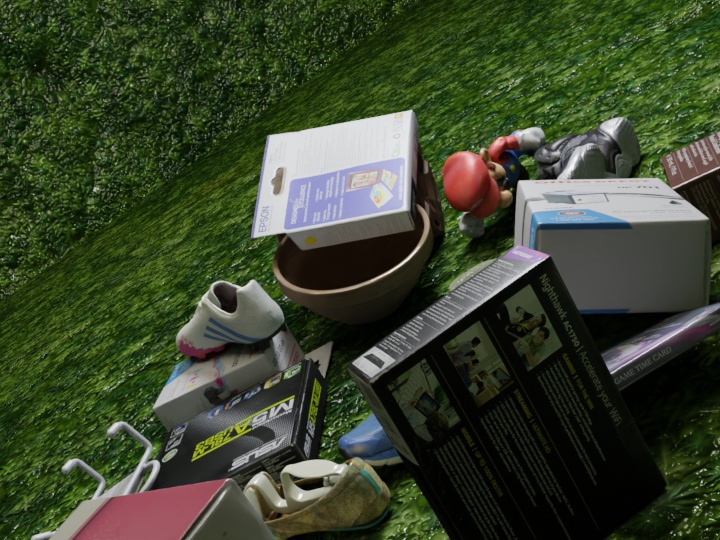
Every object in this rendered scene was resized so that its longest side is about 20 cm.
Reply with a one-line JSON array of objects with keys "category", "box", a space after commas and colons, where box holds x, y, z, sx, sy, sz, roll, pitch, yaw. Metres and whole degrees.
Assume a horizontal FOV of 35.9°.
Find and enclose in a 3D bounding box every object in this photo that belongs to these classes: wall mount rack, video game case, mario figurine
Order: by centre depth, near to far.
[{"category": "video game case", "box": [0.186, 0.086, 0.880, 0.199, 0.019, 0.143, -28, -4, -11]}, {"category": "wall mount rack", "box": [-0.302, 0.256, 1.180, 0.200, 0.075, 0.174, -38, 18, 40]}, {"category": "mario figurine", "box": [0.183, -0.112, 1.421, 0.106, 0.124, 0.200, 0, 19, 33]}]

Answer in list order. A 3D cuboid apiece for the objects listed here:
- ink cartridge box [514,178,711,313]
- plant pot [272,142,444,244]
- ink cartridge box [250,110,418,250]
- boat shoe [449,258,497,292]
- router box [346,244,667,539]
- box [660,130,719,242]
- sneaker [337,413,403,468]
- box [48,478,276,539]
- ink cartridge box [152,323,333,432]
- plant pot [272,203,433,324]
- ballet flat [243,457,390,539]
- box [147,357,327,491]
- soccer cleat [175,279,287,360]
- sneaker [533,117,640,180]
[{"category": "ink cartridge box", "box": [0.221, -0.026, 1.012, 0.146, 0.086, 0.200, -1, 16, 3]}, {"category": "plant pot", "box": [0.000, -0.091, 1.524, 0.197, 0.201, 0.200, -19, 20, 14]}, {"category": "ink cartridge box", "box": [-0.028, -0.112, 1.399, 0.199, 0.047, 0.198, -10, 45, 15]}, {"category": "boat shoe", "box": [0.150, 0.036, 1.105, 0.074, 0.062, 0.200, -34, 22, -14]}, {"category": "router box", "box": [0.103, 0.107, 0.756, 0.149, 0.200, 0.051, -33, 19, -11]}, {"category": "box", "box": [0.399, -0.107, 1.073, 0.199, 0.075, 0.100, -24, 18, 17]}, {"category": "sneaker", "box": [0.055, 0.104, 1.032, 0.200, 0.089, 0.078, -37, 17, -18]}, {"category": "box", "box": [-0.164, 0.259, 0.904, 0.199, 0.128, 0.109, -17, 22, 39]}, {"category": "ink cartridge box", "box": [-0.138, 0.125, 1.336, 0.199, 0.068, 0.115, -26, 18, 15]}, {"category": "plant pot", "box": [0.000, 0.000, 1.368, 0.200, 0.093, 0.201, -14, 34, 10]}, {"category": "ballet flat", "box": [-0.065, 0.206, 0.992, 0.199, 0.071, 0.071, -20, 20, 33]}, {"category": "box", "box": [-0.133, 0.191, 1.182, 0.199, 0.048, 0.193, -28, 16, 13]}, {"category": "soccer cleat", "box": [-0.165, 0.052, 1.321, 0.200, 0.087, 0.070, -12, 25, 47]}, {"category": "sneaker", "box": [0.256, -0.115, 1.339, 0.114, 0.076, 0.200, -16, 16, 41]}]
